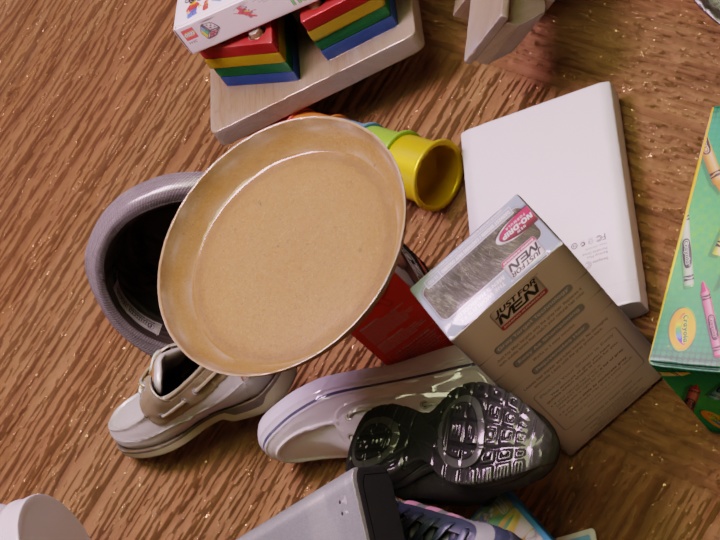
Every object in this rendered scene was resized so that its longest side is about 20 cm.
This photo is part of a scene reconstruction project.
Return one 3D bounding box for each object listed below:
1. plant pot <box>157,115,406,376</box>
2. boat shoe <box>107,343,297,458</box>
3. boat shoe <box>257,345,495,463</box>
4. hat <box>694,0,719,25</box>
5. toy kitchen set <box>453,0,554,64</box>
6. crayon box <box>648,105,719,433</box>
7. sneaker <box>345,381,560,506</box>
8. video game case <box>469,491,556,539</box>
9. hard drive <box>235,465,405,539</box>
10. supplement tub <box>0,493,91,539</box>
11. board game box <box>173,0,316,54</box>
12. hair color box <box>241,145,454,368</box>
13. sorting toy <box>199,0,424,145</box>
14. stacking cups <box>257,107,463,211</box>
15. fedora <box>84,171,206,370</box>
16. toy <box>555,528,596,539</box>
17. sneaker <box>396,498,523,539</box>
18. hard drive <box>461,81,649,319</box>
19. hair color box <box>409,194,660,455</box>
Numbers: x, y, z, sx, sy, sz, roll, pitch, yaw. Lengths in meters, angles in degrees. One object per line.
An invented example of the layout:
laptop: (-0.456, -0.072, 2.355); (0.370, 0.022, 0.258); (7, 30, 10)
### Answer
plant pot: (-0.051, -0.014, 1.370); (0.199, 0.027, 0.201); (-15, 58, 25)
boat shoe: (-0.140, 0.091, 1.571); (0.200, 0.068, 0.075); (-25, 32, 38)
boat shoe: (0.013, 0.114, 1.487); (0.199, 0.074, 0.067); (-23, 51, 18)
hat: (0.341, -0.230, 1.474); (0.200, 0.081, 0.201); (-9, 61, 17)
toy kitchen set: (0.188, -0.228, 1.580); (0.200, 0.180, 0.164); (132, 152, -56)
crayon box: (0.267, 0.001, 1.365); (0.058, 0.119, 0.201); (3, 66, 33)
sneaker: (0.078, 0.129, 1.387); (0.200, 0.091, 0.076); (-7, 60, 54)
video game case: (0.061, 0.253, 1.367); (0.200, 0.018, 0.143); (-50, 24, 2)
hard drive: (-0.027, 0.233, 1.385); (0.200, 0.033, 0.140); (-38, 61, 52)
supplement tub: (-0.313, 0.271, 1.554); (0.200, 0.145, 0.145); (-27, 52, 17)
board game box: (-0.061, -0.268, 1.660); (0.199, 0.035, 0.127); (-20, 41, 22)
hair color box: (0.000, 0.000, 1.479); (0.061, 0.200, 0.102); (-37, 51, 9)
sorting toy: (-0.055, -0.231, 1.704); (0.198, 0.070, 0.200); (-25, 40, 17)
stacking cups: (-0.004, -0.100, 1.643); (0.200, 0.060, 0.061); (20, 75, 43)
fedora: (-0.121, -0.010, 1.615); (0.199, 0.177, 0.090); (-5, 24, 8)
toy: (0.112, 0.274, 1.349); (0.115, 0.047, 0.201); (-19, 56, 21)
sneaker: (0.035, 0.192, 1.378); (0.200, 0.082, 0.070); (-8, 47, 57)
hard drive: (0.147, -0.040, 1.525); (0.132, 0.027, 0.201); (-18, 56, 23)
hair color box: (0.129, 0.042, 1.374); (0.099, 0.200, 0.061); (-42, 50, 4)
